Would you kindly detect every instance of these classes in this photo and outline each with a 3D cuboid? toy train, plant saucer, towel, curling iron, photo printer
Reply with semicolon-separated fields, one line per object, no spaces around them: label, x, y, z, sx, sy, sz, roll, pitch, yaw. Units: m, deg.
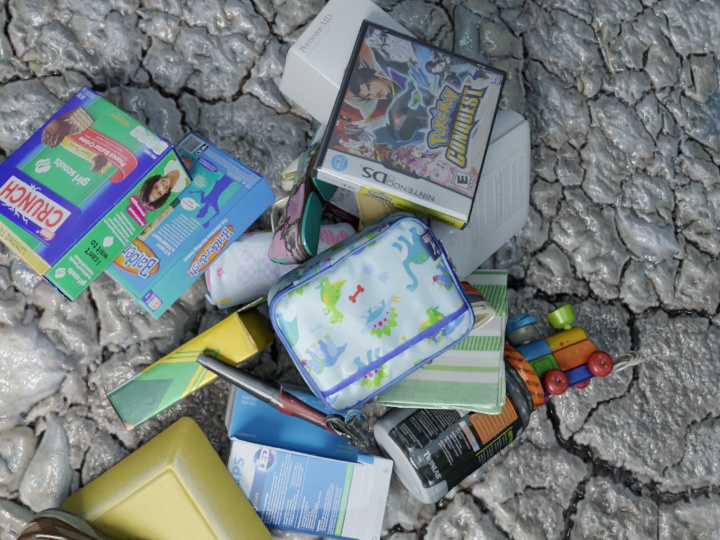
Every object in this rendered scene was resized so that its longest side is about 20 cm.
toy train;0.296;0.097;1.006;0.198;0.085;0.117;-18;73;-15
plant saucer;-0.221;0.303;0.826;0.199;0.048;0.201;-35;90;7
towel;0.108;0.081;0.918;0.150;0.024;0.202;1;53;14
curling iron;-0.077;0.128;0.760;0.198;0.050;0.026;25;48;5
photo printer;0.140;-0.091;0.930;0.199;0.069;0.168;-37;132;-39

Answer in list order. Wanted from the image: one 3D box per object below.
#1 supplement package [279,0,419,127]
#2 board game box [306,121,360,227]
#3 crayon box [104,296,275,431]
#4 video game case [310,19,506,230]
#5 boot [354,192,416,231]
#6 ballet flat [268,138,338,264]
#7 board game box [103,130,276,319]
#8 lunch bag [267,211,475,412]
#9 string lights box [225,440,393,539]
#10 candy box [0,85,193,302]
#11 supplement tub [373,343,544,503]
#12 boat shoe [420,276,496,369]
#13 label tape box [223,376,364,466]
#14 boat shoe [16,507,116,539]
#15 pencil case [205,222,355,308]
supplement package;0.015;-0.229;0.920;0.199;0.120;0.122;37;75;-4
board game box;0.023;-0.131;0.990;0.198;0.040;0.155;28;76;-8
crayon box;-0.173;0.098;0.836;0.199;0.127;0.051;-32;89;3
video game case;0.058;-0.166;0.826;0.178;0.026;0.202;18;71;-4
boot;0.000;0.000;0.861;0.155;0.072;0.201;-40;134;-22
ballet flat;-0.071;-0.089;0.894;0.070;0.069;0.202;-5;50;23
board game box;-0.221;-0.060;0.878;0.151;0.045;0.200;34;72;33
lunch bag;0.013;0.044;0.790;0.198;0.082;0.162;-29;104;-4
string lights box;-0.068;0.262;0.898;0.197;0.059;0.104;14;79;-11
candy box;-0.324;-0.092;0.849;0.168;0.077;0.201;33;74;25
supplement tub;0.125;0.185;0.923;0.199;0.122;0.123;-33;90;-16
boat shoe;0.069;0.082;0.871;0.199;0.072;0.063;-32;54;-17
label tape box;-0.077;0.164;0.837;0.141;0.200;0.067;13;82;-11
boat shoe;-0.273;0.321;0.771;0.198;0.072;0.077;21;95;3
pencil case;-0.096;-0.008;0.922;0.197;0.083;0.092;-5;103;-14
